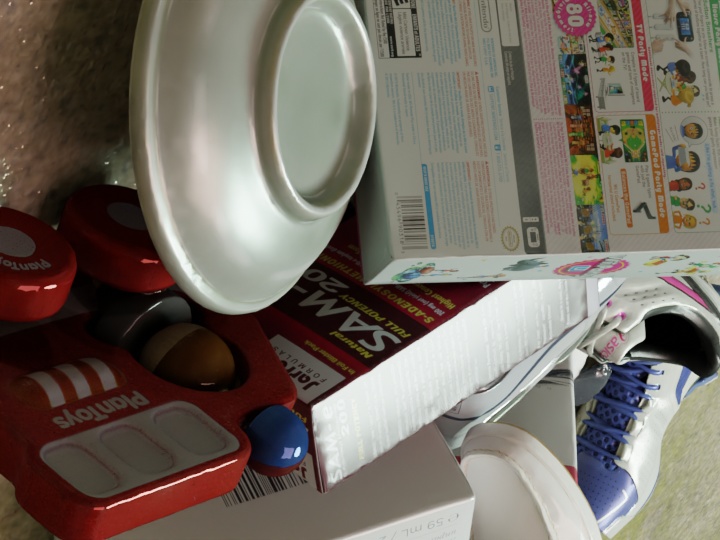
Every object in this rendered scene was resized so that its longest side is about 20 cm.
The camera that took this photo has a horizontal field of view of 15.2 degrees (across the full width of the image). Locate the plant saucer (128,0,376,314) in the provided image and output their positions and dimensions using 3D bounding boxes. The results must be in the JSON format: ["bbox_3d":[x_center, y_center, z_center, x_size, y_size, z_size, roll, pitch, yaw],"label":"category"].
[{"bbox_3d":[-0.037,-0.078,1.249,0.200,0.050,0.201,-17,109,-62],"label":"plant saucer"}]

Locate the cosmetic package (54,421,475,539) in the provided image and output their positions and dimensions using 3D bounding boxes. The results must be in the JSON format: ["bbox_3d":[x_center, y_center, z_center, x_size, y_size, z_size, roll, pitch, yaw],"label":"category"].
[{"bbox_3d":[-0.057,0.171,1.471,0.199,0.123,0.200,-16,141,-18],"label":"cosmetic package"}]

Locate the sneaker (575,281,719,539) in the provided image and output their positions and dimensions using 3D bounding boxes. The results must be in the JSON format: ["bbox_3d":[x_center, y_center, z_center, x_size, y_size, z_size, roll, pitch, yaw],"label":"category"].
[{"bbox_3d":[0.185,0.074,1.854,0.200,0.080,0.115,-56,150,-8],"label":"sneaker"}]

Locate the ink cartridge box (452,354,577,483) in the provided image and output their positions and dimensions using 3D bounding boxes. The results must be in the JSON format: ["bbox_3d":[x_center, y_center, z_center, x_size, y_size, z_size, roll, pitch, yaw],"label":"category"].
[{"bbox_3d":[0.080,0.124,1.607,0.200,0.084,0.145,-87,-178,-48],"label":"ink cartridge box"}]

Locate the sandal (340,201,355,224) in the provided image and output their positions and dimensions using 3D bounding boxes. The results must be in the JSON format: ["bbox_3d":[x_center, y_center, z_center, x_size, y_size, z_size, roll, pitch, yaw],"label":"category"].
[{"bbox_3d":[-0.001,0.001,1.480,0.200,0.048,0.076,35,74,-63],"label":"sandal"}]

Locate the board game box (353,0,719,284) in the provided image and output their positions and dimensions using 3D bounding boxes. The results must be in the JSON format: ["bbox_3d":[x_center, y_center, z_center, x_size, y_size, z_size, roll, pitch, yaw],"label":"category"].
[{"bbox_3d":[0.096,-0.071,1.358,0.199,0.148,0.064,-2,166,-14],"label":"board game box"}]

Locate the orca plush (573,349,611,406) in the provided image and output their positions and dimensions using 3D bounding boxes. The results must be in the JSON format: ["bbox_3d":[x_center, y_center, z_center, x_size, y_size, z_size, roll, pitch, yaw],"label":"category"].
[{"bbox_3d":[0.104,0.021,1.700,0.105,0.071,0.201,-3,130,2],"label":"orca plush"}]

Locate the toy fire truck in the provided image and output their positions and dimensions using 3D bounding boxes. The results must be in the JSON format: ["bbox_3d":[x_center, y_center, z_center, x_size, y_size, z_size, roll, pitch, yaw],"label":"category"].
[{"bbox_3d":[-0.114,0.053,1.254,0.200,0.168,0.112,-14,134,-50],"label":"toy fire truck"}]

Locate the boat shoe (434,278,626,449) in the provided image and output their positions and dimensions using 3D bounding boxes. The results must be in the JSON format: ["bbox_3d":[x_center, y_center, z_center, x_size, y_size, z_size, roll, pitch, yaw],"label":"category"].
[{"bbox_3d":[0.091,0.019,1.505,0.200,0.073,0.067,-41,158,-32],"label":"boat shoe"}]

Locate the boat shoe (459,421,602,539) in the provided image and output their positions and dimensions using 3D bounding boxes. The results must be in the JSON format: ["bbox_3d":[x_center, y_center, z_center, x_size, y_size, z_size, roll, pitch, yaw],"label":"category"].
[{"bbox_3d":[0.092,0.179,1.454,0.069,0.071,0.201,-41,118,-44],"label":"boat shoe"}]

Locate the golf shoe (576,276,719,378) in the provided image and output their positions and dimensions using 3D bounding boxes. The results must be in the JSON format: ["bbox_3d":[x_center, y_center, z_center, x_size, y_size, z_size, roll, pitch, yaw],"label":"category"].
[{"bbox_3d":[0.131,0.009,1.575,0.199,0.092,0.073,12,129,-27],"label":"golf shoe"}]

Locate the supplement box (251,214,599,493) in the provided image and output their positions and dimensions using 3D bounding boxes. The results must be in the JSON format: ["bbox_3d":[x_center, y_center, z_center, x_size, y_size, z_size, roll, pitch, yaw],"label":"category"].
[{"bbox_3d":[0.017,0.023,1.397,0.200,0.109,0.061,-33,133,-30],"label":"supplement box"}]
